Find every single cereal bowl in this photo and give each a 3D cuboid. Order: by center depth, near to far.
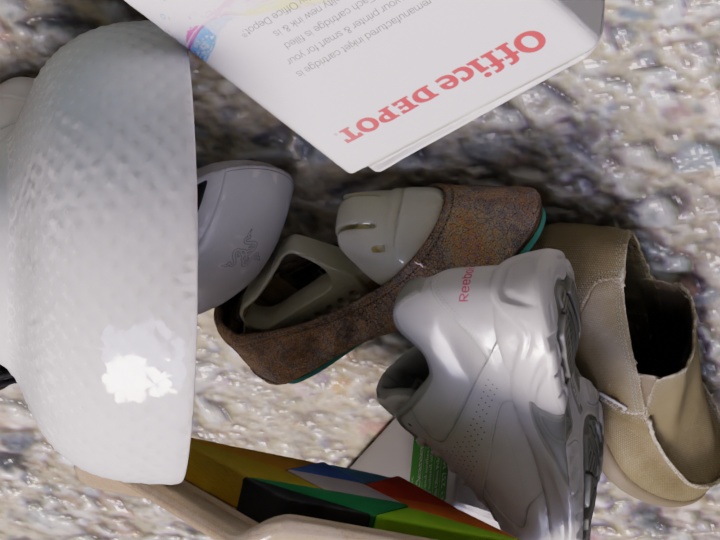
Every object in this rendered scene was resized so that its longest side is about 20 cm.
[{"bbox_3d":[-0.117,-0.008,1.117,0.083,0.201,0.200,-1,143,-9],"label":"cereal bowl"}]

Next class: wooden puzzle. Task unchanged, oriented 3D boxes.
[{"bbox_3d":[-0.012,0.111,1.189,0.184,0.037,0.200,13,178,-30],"label":"wooden puzzle"}]

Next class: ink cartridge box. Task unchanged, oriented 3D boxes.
[{"bbox_3d":[-0.014,-0.144,1.050,0.144,0.085,0.200,-26,130,37],"label":"ink cartridge box"}]

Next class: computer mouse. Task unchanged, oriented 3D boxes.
[{"bbox_3d":[-0.106,0.013,1.270,0.109,0.044,0.200,8,144,-43],"label":"computer mouse"}]

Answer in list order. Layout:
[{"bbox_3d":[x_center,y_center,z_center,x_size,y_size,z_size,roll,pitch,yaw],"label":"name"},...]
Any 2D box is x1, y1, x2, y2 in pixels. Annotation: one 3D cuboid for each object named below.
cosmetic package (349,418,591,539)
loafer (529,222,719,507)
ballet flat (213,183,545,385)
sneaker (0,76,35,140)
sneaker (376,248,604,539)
[{"bbox_3d":[0.044,0.139,1.386,0.085,0.108,0.200,21,139,-18],"label":"cosmetic package"},{"bbox_3d":[0.139,0.049,1.277,0.067,0.076,0.200,-11,139,33],"label":"loafer"},{"bbox_3d":[0.000,0.000,1.251,0.067,0.068,0.200,38,132,-24],"label":"ballet flat"},{"bbox_3d":[-0.211,0.001,1.237,0.074,0.116,0.200,35,135,-3],"label":"sneaker"},{"bbox_3d":[0.060,0.068,1.220,0.099,0.078,0.201,2,130,16],"label":"sneaker"}]
